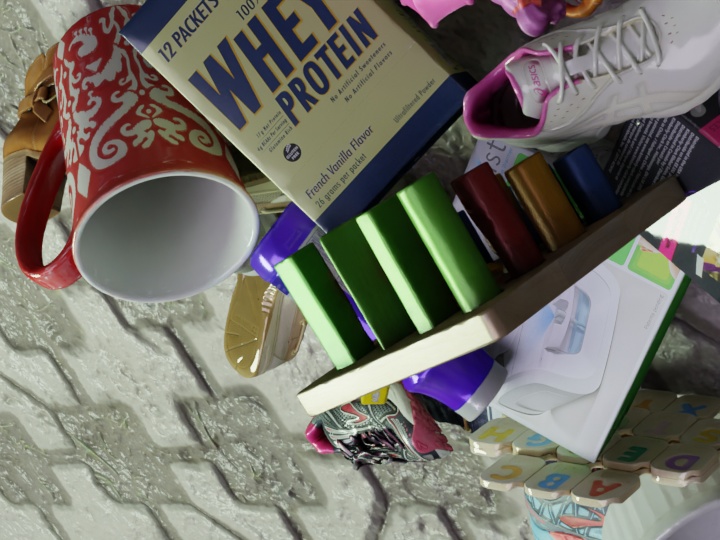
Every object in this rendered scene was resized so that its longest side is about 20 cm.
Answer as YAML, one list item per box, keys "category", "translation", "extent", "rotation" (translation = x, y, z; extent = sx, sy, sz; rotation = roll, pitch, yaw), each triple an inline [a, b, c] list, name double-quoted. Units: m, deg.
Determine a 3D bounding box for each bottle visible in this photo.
- category: "bottle"
  translation: [0.014, 0.030, 1.090]
  extent: [0.200, 0.065, 0.084]
  rotation: [38, 175, -2]

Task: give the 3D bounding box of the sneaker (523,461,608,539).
- category: "sneaker"
  translation: [0.216, 0.199, 1.295]
  extent: [0.199, 0.079, 0.096]
  rotation: [-3, 120, 41]

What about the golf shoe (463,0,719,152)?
- category: "golf shoe"
  translation: [0.143, -0.118, 0.900]
  extent: [0.200, 0.091, 0.076]
  rotation: [-28, 76, 47]

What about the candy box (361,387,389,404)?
- category: "candy box"
  translation: [0.000, 0.000, 1.236]
  extent: [0.026, 0.201, 0.103]
  rotation: [-4, 136, -9]

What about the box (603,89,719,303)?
- category: "box"
  translation: [0.269, -0.046, 0.968]
  extent: [0.200, 0.122, 0.106]
  rotation: [44, 143, 21]

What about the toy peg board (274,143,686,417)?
- category: "toy peg board"
  translation: [0.061, -0.017, 0.953]
  extent: [0.200, 0.199, 0.098]
  rotation: [-27, 95, 51]

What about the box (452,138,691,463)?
- category: "box"
  translation: [0.146, 0.005, 1.123]
  extent: [0.176, 0.097, 0.201]
  rotation: [28, 118, 14]

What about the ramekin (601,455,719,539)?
- category: "ramekin"
  translation: [0.283, 0.220, 1.174]
  extent: [0.199, 0.098, 0.201]
  rotation: [-4, 119, -7]

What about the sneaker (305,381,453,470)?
- category: "sneaker"
  translation: [0.017, 0.148, 1.373]
  extent: [0.081, 0.075, 0.200]
  rotation: [54, 162, -13]

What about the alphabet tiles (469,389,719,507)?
- category: "alphabet tiles"
  translation: [0.188, 0.128, 1.169]
  extent: [0.199, 0.195, 0.015]
  rotation: [5, 112, 38]

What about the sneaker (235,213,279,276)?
- category: "sneaker"
  translation: [-0.151, -0.075, 1.303]
  extent: [0.200, 0.092, 0.076]
  rotation: [45, 113, 16]

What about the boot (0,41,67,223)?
- category: "boot"
  translation: [-0.229, -0.135, 1.311]
  extent: [0.199, 0.156, 0.077]
  rotation: [-22, 143, 36]

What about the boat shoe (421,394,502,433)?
- category: "boat shoe"
  translation: [0.093, 0.070, 1.289]
  extent: [0.090, 0.071, 0.201]
  rotation: [14, 135, 25]

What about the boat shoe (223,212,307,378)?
- category: "boat shoe"
  translation: [-0.068, 0.001, 1.366]
  extent: [0.074, 0.069, 0.201]
  rotation: [38, 122, 35]

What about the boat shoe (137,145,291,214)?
- category: "boat shoe"
  translation: [-0.117, -0.066, 1.238]
  extent: [0.063, 0.200, 0.073]
  rotation: [98, 151, -42]

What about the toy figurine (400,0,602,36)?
- category: "toy figurine"
  translation: [0.100, -0.205, 0.952]
  extent: [0.200, 0.184, 0.150]
  rotation: [42, 141, 1]

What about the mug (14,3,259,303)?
- category: "mug"
  translation: [-0.182, -0.090, 1.126]
  extent: [0.134, 0.177, 0.201]
  rotation: [86, 168, -50]

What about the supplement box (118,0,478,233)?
- category: "supplement box"
  translation: [-0.032, -0.147, 1.077]
  extent: [0.200, 0.200, 0.134]
  rotation: [44, 101, 0]
